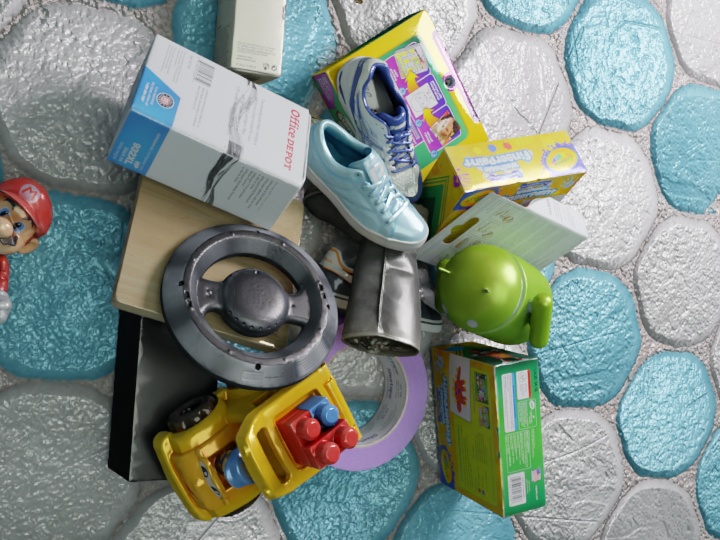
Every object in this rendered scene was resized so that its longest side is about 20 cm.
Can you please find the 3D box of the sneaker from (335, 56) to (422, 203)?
[{"bbox_3d":[0.031,-0.169,1.080,0.075,0.088,0.201,-32,109,-16],"label":"sneaker"}]

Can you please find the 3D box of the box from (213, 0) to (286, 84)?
[{"bbox_3d":[-0.132,-0.335,1.053,0.068,0.082,0.202,4,93,-26],"label":"box"}]

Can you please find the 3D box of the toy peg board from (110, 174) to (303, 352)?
[{"bbox_3d":[-0.184,-0.008,1.005,0.199,0.098,0.200,19,58,-25],"label":"toy peg board"}]

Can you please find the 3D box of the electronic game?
[{"bbox_3d":[-0.117,0.036,0.934,0.199,0.042,0.201,14,53,-20],"label":"electronic game"}]

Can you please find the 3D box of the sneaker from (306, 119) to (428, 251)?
[{"bbox_3d":[0.008,-0.102,1.039,0.200,0.082,0.074,38,62,-5],"label":"sneaker"}]

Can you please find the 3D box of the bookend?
[{"bbox_3d":[-0.191,0.144,1.047,0.198,0.092,0.202,4,87,-31],"label":"bookend"}]

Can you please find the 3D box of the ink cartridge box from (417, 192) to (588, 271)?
[{"bbox_3d":[0.187,-0.048,1.177,0.199,0.162,0.057,23,45,-33],"label":"ink cartridge box"}]

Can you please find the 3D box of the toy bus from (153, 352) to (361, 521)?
[{"bbox_3d":[-0.097,0.187,0.939,0.200,0.192,0.136,-33,107,-28],"label":"toy bus"}]

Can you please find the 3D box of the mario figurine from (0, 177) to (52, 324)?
[{"bbox_3d":[-0.412,-0.020,0.915,0.200,0.106,0.124,-47,146,-8],"label":"mario figurine"}]

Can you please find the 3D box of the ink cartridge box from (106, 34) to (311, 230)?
[{"bbox_3d":[-0.165,-0.155,0.975,0.199,0.084,0.146,24,41,-21],"label":"ink cartridge box"}]

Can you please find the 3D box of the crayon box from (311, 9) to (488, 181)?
[{"bbox_3d":[0.056,-0.218,1.166,0.172,0.058,0.201,-35,108,-17],"label":"crayon box"}]

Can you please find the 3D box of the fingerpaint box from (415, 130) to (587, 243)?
[{"bbox_3d":[0.176,-0.104,1.171,0.199,0.167,0.074,-12,66,-25],"label":"fingerpaint box"}]

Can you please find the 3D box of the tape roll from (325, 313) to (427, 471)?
[{"bbox_3d":[-0.010,0.161,1.155,0.199,0.066,0.202,-2,94,-27],"label":"tape roll"}]

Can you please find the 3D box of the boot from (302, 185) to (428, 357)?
[{"bbox_3d":[-0.001,-0.001,1.080,0.181,0.073,0.201,11,69,1],"label":"boot"}]

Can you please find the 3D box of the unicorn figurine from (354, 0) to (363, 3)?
[{"bbox_3d":[0.005,-0.408,1.113,0.199,0.074,0.138,32,60,-16],"label":"unicorn figurine"}]

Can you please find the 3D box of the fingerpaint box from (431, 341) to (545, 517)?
[{"bbox_3d":[0.174,0.210,1.185,0.073,0.167,0.202,-7,96,-24],"label":"fingerpaint box"}]

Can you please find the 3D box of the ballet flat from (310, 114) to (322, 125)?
[{"bbox_3d":[-0.091,-0.178,1.092,0.199,0.063,0.069,20,81,-27],"label":"ballet flat"}]

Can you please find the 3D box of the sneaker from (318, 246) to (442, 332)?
[{"bbox_3d":[0.032,0.026,1.160,0.199,0.078,0.080,18,91,-25],"label":"sneaker"}]

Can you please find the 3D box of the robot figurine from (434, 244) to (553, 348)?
[{"bbox_3d":[0.178,0.033,1.133,0.200,0.175,0.116,23,90,-54],"label":"robot figurine"}]
